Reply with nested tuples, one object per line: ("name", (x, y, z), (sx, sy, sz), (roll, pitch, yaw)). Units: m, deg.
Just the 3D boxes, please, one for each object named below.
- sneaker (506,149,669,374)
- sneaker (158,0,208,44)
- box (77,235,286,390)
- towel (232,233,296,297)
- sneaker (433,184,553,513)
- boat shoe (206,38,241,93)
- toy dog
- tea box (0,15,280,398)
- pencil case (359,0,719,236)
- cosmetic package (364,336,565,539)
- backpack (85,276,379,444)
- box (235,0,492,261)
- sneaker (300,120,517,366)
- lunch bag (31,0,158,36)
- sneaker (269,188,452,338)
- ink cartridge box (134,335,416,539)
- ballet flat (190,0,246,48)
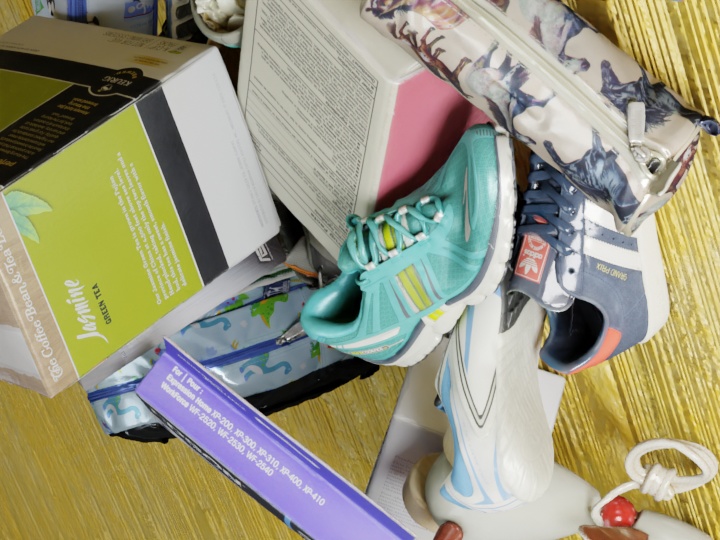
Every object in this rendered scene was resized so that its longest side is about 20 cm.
("sneaker", (0.113, -0.029, 1.289), (0.075, 0.084, 0.201), (23, 139, 51))
("sneaker", (-0.110, -0.156, 1.564), (0.089, 0.078, 0.201), (42, 146, 37))
("box", (-0.159, -0.017, 1.548), (0.200, 0.158, 0.049), (40, 159, 57))
("towel", (-0.121, -0.023, 1.634), (0.199, 0.149, 0.031), (14, 114, 44))
("sneaker", (0.073, 0.042, 1.357), (0.072, 0.202, 0.072), (-12, 154, 33))
("boat shoe", (-0.060, -0.147, 1.490), (0.071, 0.069, 0.201), (30, 139, 11))
("toy dog", (0.114, 0.160, 1.402), (0.198, 0.097, 0.132), (11, 141, 14))
("tea box", (-0.194, -0.046, 1.422), (0.199, 0.196, 0.134), (15, 132, 47))
("pencil case", (0.088, -0.107, 1.198), (0.200, 0.078, 0.089), (40, 170, 3))
("cosmetic package", (0.061, 0.128, 1.546), (0.101, 0.072, 0.200), (19, 150, 1))
("backpack", (-0.105, 0.055, 1.664), (0.155, 0.199, 0.163), (63, 156, -10))
("box", (0.009, -0.114, 1.354), (0.128, 0.109, 0.200), (47, 154, 20))
("sneaker", (0.030, -0.010, 1.314), (0.200, 0.079, 0.078), (125, 148, -45))
("lunch bag", (-0.190, -0.229, 1.565), (0.161, 0.075, 0.201), (94, 159, -47))
("sneaker", (0.000, 0.000, 1.543), (0.200, 0.079, 0.074), (49, 154, 5))
("ink cartridge box", (-0.053, 0.128, 1.472), (0.198, 0.043, 0.200), (38, 171, 7))
("ballet flat", (-0.078, -0.230, 1.364), (0.067, 0.064, 0.202), (-3, 98, 29))
